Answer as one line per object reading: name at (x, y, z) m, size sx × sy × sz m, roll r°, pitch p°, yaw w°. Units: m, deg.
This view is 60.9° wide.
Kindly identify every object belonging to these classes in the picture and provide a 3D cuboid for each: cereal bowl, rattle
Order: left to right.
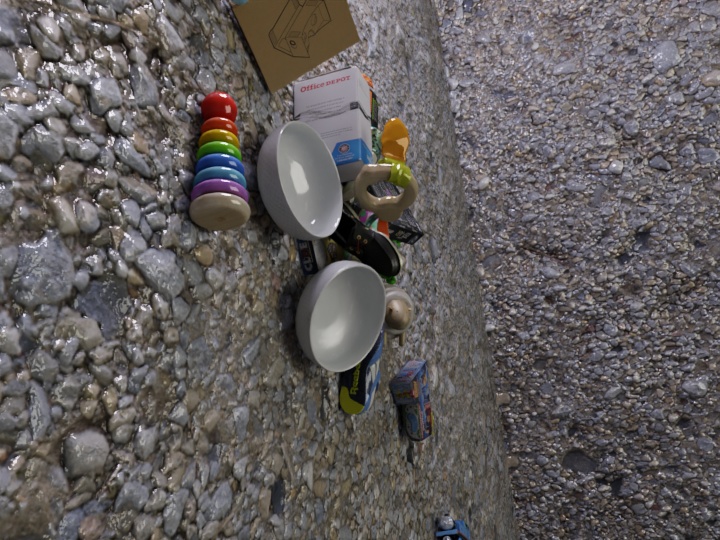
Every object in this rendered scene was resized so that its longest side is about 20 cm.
cereal bowl at (-0.115, -0.149, 1.068) m, size 0.199 × 0.082 × 0.206 m, roll 30°, pitch 55°, yaw -53°
cereal bowl at (-0.046, 0.076, 1.123) m, size 0.198 × 0.082 × 0.206 m, roll -22°, pitch 121°, yaw -42°
rattle at (0.044, -0.168, 1.202) m, size 0.201 × 0.127 × 0.146 m, roll 83°, pitch -9°, yaw -61°

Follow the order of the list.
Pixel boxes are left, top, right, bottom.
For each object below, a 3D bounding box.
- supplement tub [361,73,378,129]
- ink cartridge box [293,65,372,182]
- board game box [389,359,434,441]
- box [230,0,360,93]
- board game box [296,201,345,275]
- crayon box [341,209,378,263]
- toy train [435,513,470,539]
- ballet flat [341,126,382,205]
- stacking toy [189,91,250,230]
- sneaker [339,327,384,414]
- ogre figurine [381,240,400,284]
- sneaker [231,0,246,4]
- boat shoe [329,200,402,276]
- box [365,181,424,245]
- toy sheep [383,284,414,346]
supplement tub at (-0.019, -0.334, 1.376) m, size 0.123 × 0.119 × 0.205 m, roll 50°, pitch 37°, yaw -56°
ink cartridge box at (-0.054, -0.283, 1.222) m, size 0.084 × 0.141 × 0.206 m, roll 35°, pitch 50°, yaw -64°
board game box at (0.138, 0.347, 1.642) m, size 0.199 × 0.060 × 0.206 m, roll 15°, pitch 69°, yaw -68°
box at (-0.109, -0.436, 1.084) m, size 0.021 × 0.197 × 0.165 m, roll 48°, pitch -12°, yaw 50°
board game box at (-0.076, -0.080, 1.244) m, size 0.200 × 0.034 × 0.139 m, roll -33°, pitch 114°, yaw -69°
crayon box at (0.000, 0.000, 1.312) m, size 0.202 × 0.057 × 0.176 m, roll -72°, pitch 168°, yaw -52°
toy train at (0.281, 0.807, 1.843) m, size 0.201 × 0.085 × 0.117 m, roll 54°, pitch 24°, yaw -49°
ballet flat at (-0.003, -0.209, 1.303) m, size 0.201 × 0.073 × 0.075 m, roll 122°, pitch -16°, yaw -46°
stacking toy at (-0.199, -0.166, 0.874) m, size 0.085 × 0.083 × 0.206 m, roll 40°, pitch 42°, yaw -62°
sneaker at (0.008, 0.207, 1.299) m, size 0.082 × 0.072 × 0.205 m, roll 49°, pitch 52°, yaw -60°
ogre figurine at (0.066, -0.062, 1.546) m, size 0.200 × 0.096 × 0.122 m, roll 43°, pitch 51°, yaw -40°
sneaker at (-0.226, -0.524, 0.975) m, size 0.082 × 0.072 × 0.205 m, roll -159°, pitch -127°, yaw -79°
boat shoe at (-0.005, -0.056, 1.160) m, size 0.201 × 0.074 × 0.063 m, roll 44°, pitch 32°, yaw 19°
box at (0.057, -0.164, 1.465) m, size 0.159 × 0.043 × 0.203 m, roll 10°, pitch 46°, yaw -56°
toy sheep at (0.060, 0.098, 1.425) m, size 0.199 × 0.135 × 0.142 m, roll 15°, pitch -60°, yaw 66°
